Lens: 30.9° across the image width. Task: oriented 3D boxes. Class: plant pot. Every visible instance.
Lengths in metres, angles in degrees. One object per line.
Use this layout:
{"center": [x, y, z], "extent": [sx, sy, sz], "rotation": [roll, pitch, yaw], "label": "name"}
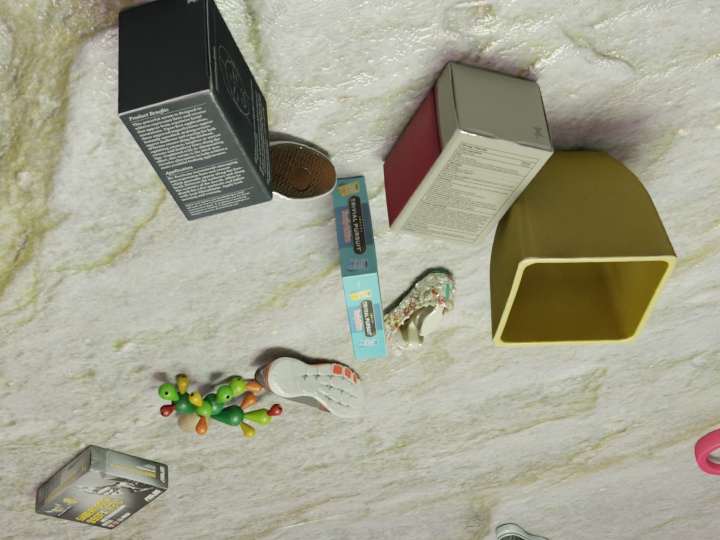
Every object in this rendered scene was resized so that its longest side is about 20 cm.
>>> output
{"center": [0.262, -0.040, 1.646], "extent": [0.192, 0.201, 0.196], "rotation": [-1, 145, -7], "label": "plant pot"}

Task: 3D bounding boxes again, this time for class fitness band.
{"center": [0.714, 0.320, 2.390], "extent": [0.199, 0.038, 0.144], "rotation": [-22, 140, 20], "label": "fitness band"}

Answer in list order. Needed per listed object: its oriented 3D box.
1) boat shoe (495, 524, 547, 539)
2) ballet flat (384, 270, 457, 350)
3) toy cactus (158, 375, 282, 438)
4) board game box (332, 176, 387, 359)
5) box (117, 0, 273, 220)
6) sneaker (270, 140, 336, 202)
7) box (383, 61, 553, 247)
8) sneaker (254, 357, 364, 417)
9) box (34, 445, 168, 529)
{"center": [0.340, 0.586, 2.682], "extent": [0.072, 0.071, 0.200], "rotation": [-28, 141, 28], "label": "boat shoe"}
{"center": [0.081, 0.075, 1.906], "extent": [0.075, 0.064, 0.200], "rotation": [7, 144, -20], "label": "ballet flat"}
{"center": [-0.240, 0.228, 2.069], "extent": [0.199, 0.103, 0.165], "rotation": [6, 155, -32], "label": "toy cactus"}
{"center": [0.000, 0.000, 1.706], "extent": [0.046, 0.152, 0.201], "rotation": [-7, 146, 0], "label": "board game box"}
{"center": [-0.178, -0.177, 1.423], "extent": [0.106, 0.149, 0.200], "rotation": [-13, 145, 9], "label": "box"}
{"center": [-0.130, -0.122, 1.603], "extent": [0.198, 0.074, 0.085], "rotation": [2, 179, -25], "label": "sneaker"}
{"center": [0.124, -0.135, 1.566], "extent": [0.127, 0.110, 0.200], "rotation": [10, 142, -21], "label": "box"}
{"center": [-0.081, 0.178, 2.046], "extent": [0.199, 0.078, 0.082], "rotation": [25, 162, -36], "label": "sneaker"}
{"center": [-0.455, 0.385, 2.287], "extent": [0.158, 0.049, 0.200], "rotation": [21, 137, -35], "label": "box"}
